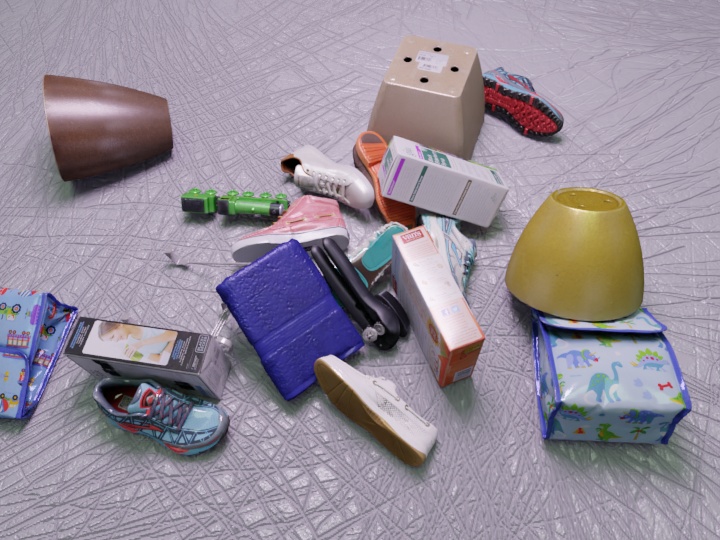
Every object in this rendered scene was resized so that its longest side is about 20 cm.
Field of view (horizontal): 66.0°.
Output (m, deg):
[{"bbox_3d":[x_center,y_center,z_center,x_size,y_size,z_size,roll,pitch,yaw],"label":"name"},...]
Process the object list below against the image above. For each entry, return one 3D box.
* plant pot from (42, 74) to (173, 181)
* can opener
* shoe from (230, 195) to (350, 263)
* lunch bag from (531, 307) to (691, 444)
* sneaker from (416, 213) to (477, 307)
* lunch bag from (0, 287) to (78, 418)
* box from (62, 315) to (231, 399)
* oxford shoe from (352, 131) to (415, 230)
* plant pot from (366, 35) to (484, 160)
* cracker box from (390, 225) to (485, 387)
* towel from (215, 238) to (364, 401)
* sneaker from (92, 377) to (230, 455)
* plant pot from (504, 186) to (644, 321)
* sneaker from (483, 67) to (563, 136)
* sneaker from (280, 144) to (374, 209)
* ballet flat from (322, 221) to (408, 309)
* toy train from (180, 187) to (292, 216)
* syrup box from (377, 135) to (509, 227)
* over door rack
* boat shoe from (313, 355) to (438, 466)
[{"bbox_3d":[-0.459,-0.269,1.033,0.199,0.187,0.188,-9,57,-20],"label":"plant pot"},{"bbox_3d":[-0.006,0.037,0.840,0.200,0.063,0.079,48,27,-7],"label":"can opener"},{"bbox_3d":[-0.123,-0.068,0.945,0.199,0.072,0.091,-10,57,-10],"label":"shoe"},{"bbox_3d":[0.336,0.127,0.777,0.169,0.128,0.201,3,45,7],"label":"lunch bag"},{"bbox_3d":[0.154,-0.017,0.895,0.086,0.078,0.201,-8,58,-7],"label":"sneaker"},{"bbox_3d":[-0.547,0.133,0.838,0.150,0.094,0.201,5,71,4],"label":"lunch bag"},{"bbox_3d":[-0.302,0.128,0.802,0.199,0.117,0.060,8,61,6],"label":"box"},{"bbox_3d":[0.040,-0.146,0.991,0.071,0.073,0.201,-13,75,-25],"label":"oxford shoe"},{"bbox_3d":[0.122,-0.304,1.015,0.199,0.177,0.201,16,61,12],"label":"plant pot"},{"bbox_3d":[0.107,0.053,0.819,0.057,0.134,0.201,-19,60,-9],"label":"cracker box"},{"bbox_3d":[-0.104,0.070,0.821,0.147,0.050,0.201,-33,94,-21],"label":"towel"},{"bbox_3d":[-0.282,0.198,0.768,0.199,0.096,0.080,9,59,8],"label":"sneaker"},{"bbox_3d":[0.321,-0.039,0.814,0.199,0.143,0.200,-1,28,0],"label":"plant pot"},{"bbox_3d":[0.319,-0.341,1.079,0.200,0.079,0.095,40,63,21],"label":"sneaker"},{"bbox_3d":[-0.065,-0.154,0.985,0.200,0.073,0.085,33,47,32],"label":"sneaker"},{"bbox_3d":[0.000,0.000,0.896,0.200,0.072,0.072,-39,64,-9],"label":"ballet flat"},{"bbox_3d":[-0.222,-0.118,0.983,0.199,0.042,0.056,4,23,5],"label":"toy train"},{"bbox_3d":[0.134,-0.147,0.924,0.199,0.082,0.079,16,31,-14],"label":"syrup box"},{"bbox_3d":[-0.253,0.048,0.883,0.199,0.067,0.148,9,57,22],"label":"over door rack"},{"bbox_3d":[0.022,0.184,0.781,0.200,0.071,0.069,41,53,8],"label":"boat shoe"}]
